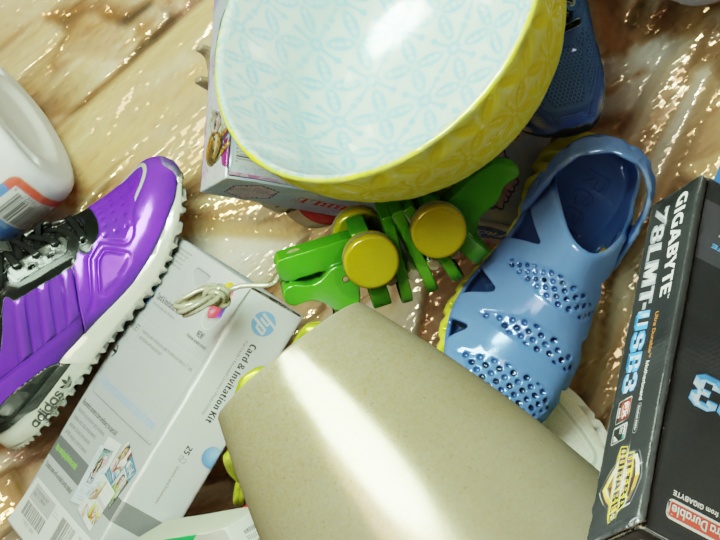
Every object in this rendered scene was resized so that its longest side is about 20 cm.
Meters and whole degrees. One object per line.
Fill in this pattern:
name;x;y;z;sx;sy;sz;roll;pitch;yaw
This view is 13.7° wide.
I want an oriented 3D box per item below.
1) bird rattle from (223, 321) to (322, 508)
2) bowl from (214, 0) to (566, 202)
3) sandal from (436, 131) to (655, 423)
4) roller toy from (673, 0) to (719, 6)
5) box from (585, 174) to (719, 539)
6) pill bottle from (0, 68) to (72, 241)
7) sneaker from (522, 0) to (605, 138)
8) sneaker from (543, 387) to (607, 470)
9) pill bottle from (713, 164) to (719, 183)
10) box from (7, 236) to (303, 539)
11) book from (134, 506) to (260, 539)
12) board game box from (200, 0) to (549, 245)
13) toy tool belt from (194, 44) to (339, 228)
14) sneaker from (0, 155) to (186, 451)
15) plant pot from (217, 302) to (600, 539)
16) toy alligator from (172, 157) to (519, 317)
bird rattle;-0.008;0.141;1.624;0.163;0.200;0.113;12;38;19
bowl;0.033;-0.112;1.587;0.200;0.108;0.200;-16;56;26
sandal;0.104;0.000;1.624;0.079;0.087;0.200;26;68;-10
roller toy;0.210;-0.245;1.608;0.200;0.182;0.140;-31;81;-8
box;0.214;0.084;1.462;0.050;0.200;0.199;-33;35;50
pill bottle;-0.284;-0.035;1.830;0.200;0.112;0.112;-36;64;12
sneaker;0.086;-0.169;1.648;0.078;0.089;0.200;-17;83;-8
sneaker;0.105;0.146;1.621;0.075;0.081;0.200;-21;66;21
pill bottle;0.240;-0.032;1.587;0.112;0.112;0.200;21;86;29
box;-0.121;0.087;1.720;0.200;0.041;0.156;-60;22;0
book;-0.042;0.222;1.596;0.048;0.134;0.200;-30;95;-27
board game box;0.014;-0.126;1.686;0.041;0.199;0.200;155;122;-62
toy tool belt;-0.033;-0.111;1.754;0.123;0.125;0.200;-25;56;61
sneaker;-0.187;0.005;1.776;0.200;0.099;0.070;-54;21;4
plant pot;0.026;0.121;1.481;0.187;0.187;0.200;-40;84;10
toy alligator;0.000;0.000;1.618;0.200;0.059;0.054;-24;110;1
